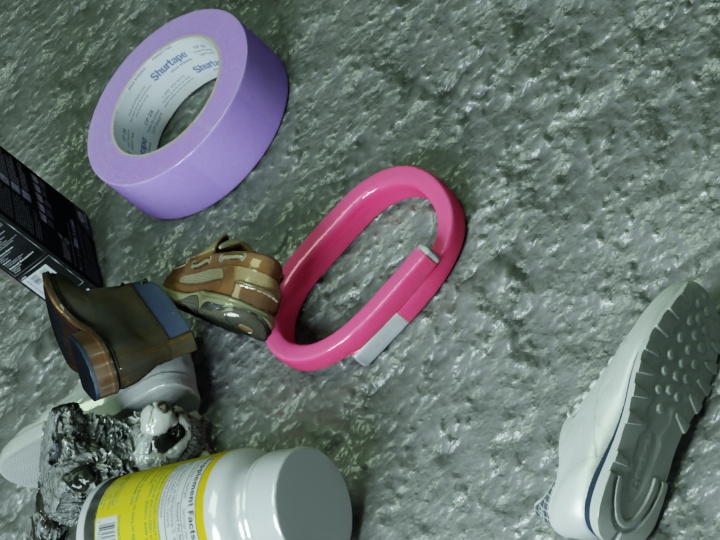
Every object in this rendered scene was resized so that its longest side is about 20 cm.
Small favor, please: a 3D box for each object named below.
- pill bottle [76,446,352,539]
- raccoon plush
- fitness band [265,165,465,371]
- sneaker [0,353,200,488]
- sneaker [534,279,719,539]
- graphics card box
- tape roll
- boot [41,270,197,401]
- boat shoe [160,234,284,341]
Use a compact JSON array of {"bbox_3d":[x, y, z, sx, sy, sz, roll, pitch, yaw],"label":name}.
[{"bbox_3d":[-0.113,0.200,1.546,0.200,0.114,0.114,-15,51,34],"label":"pill bottle"},{"bbox_3d":[-0.206,0.176,1.706,0.200,0.134,0.097,124,143,-52],"label":"raccoon plush"},{"bbox_3d":[0.000,0.000,1.657,0.200,0.037,0.144,-47,39,3],"label":"fitness band"},{"bbox_3d":[-0.231,0.111,1.767,0.200,0.074,0.116,-25,42,15],"label":"sneaker"},{"bbox_3d":[0.184,0.093,1.389,0.080,0.076,0.200,3,61,55],"label":"sneaker"},{"bbox_3d":[-0.330,-0.054,1.880,0.051,0.200,0.126,-37,42,15],"label":"graphics card box"},{"bbox_3d":[-0.166,-0.150,1.907,0.200,0.066,0.200,-25,47,29],"label":"tape roll"},{"bbox_3d":[-0.213,0.045,1.727,0.097,0.075,0.200,-18,31,-15],"label":"boot"},{"bbox_3d":[-0.110,0.011,1.694,0.200,0.076,0.074,12,78,65],"label":"boat shoe"}]
